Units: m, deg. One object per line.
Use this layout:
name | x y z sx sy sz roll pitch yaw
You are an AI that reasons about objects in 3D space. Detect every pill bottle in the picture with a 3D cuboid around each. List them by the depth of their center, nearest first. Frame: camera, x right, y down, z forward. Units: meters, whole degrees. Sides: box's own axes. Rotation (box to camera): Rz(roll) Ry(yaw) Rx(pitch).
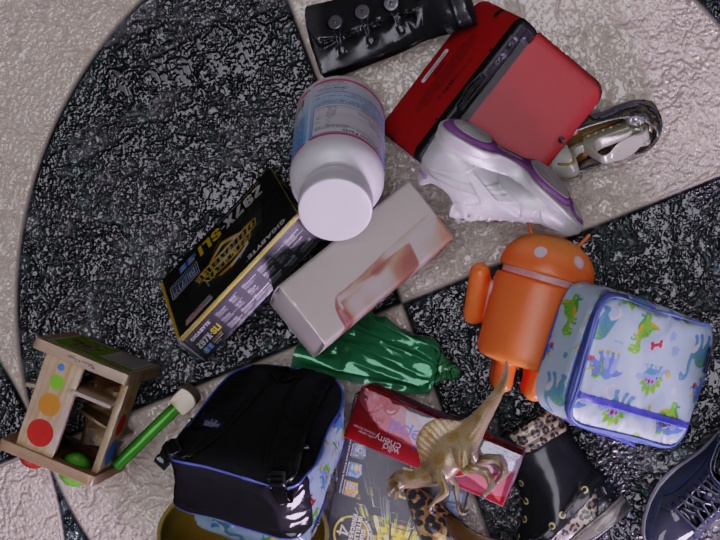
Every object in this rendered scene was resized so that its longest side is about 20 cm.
pill bottle | -0.025 -0.127 1.399 0.107 0.201 0.110 1 129 1

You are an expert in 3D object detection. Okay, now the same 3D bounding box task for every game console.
game console | 0.150 -0.189 1.443 0.118 0.172 0.201 36 96 -33

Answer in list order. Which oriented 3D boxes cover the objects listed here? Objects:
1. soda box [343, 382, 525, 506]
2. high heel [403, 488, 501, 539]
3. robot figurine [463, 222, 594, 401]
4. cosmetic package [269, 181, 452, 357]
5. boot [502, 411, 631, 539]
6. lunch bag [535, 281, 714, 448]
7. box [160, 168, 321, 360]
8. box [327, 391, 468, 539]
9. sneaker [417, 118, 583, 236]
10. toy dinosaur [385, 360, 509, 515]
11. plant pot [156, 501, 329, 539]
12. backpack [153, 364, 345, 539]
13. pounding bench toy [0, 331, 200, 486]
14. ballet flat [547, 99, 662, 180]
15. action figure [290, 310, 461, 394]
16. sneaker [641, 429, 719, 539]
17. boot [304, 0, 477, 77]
soda box | 0.085 0.196 1.405 0.198 0.070 0.064 22 94 12
high heel | 0.150 0.292 1.383 0.142 0.071 0.201 -41 87 23
robot figurine | 0.201 0.045 1.418 0.143 0.116 0.203 17 93 39
cosmetic package | 0.000 0.000 1.421 0.199 0.103 0.088 -39 87 -15
boot | 0.196 0.274 1.446 0.203 0.073 0.155 -36 79 11
lunch bag | 0.298 0.111 1.377 0.198 0.082 0.163 19 91 -32
box | -0.144 -0.011 1.446 0.200 0.160 0.049 -46 117 7
box | 0.049 0.261 1.473 0.159 0.049 0.203 14 90 6
sneaker | 0.155 -0.087 1.378 0.199 0.075 0.100 31 115 -6
toy dinosaur | 0.112 0.197 1.334 0.200 0.058 0.101 -44 80 7
plant pot | -0.138 0.361 1.446 0.197 0.201 0.144 8 118 8
backpack | -0.110 0.211 1.416 0.181 0.201 0.148 10 127 16
pounding bench toy | -0.306 0.185 1.485 0.198 0.124 0.158 20 93 7
ballet flat | 0.257 -0.142 1.427 0.198 0.072 0.073 -20 87 6
action figure | 0.025 0.098 1.474 0.198 0.055 0.120 16 90 12
sneaker | 0.393 0.249 1.378 0.077 0.146 0.203 39 96 4
boot | 0.027 -0.333 1.473 0.198 0.066 0.167 -18 68 20
